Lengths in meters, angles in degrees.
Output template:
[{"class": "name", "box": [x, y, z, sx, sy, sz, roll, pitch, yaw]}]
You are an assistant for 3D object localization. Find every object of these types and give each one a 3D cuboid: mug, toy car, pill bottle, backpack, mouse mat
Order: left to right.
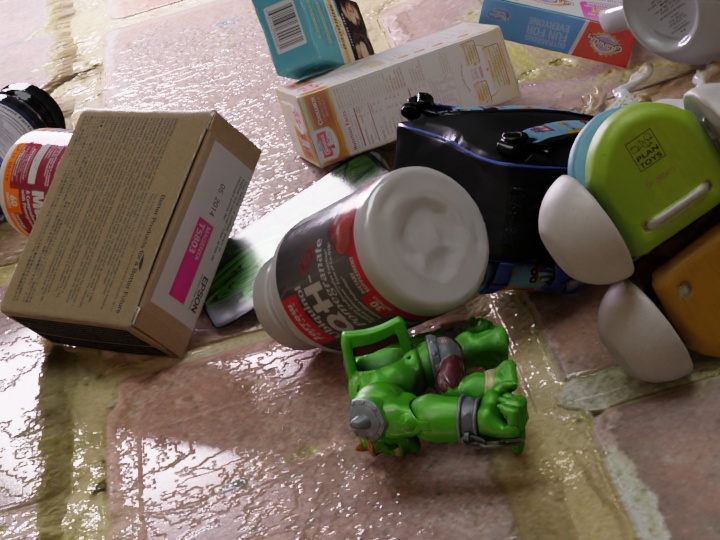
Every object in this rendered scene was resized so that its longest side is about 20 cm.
[{"class": "pill bottle", "box": [-0.378, -0.109, 2.124, 0.112, 0.112, 0.200, -5, 27, 25]}, {"class": "pill bottle", "box": [-0.234, -0.073, 1.959, 0.200, 0.110, 0.110, 8, 34, 43]}, {"class": "mouse mat", "box": [-0.055, -0.029, 1.817, 0.200, 0.008, 0.161, -34, 25, -3]}, {"class": "pill bottle", "box": [0.000, 0.000, 1.599, 0.111, 0.111, 0.200, -34, 5, -34]}, {"class": "backpack", "box": [0.143, -0.060, 1.662, 0.200, 0.135, 0.183, -2, 16, -30]}, {"class": "toy car", "box": [0.217, -0.035, 1.495, 0.175, 0.200, 0.150, -35, 22, -4]}, {"class": "mug", "box": [0.308, -0.256, 1.940, 0.175, 0.148, 0.200, -25, 8, -41]}]

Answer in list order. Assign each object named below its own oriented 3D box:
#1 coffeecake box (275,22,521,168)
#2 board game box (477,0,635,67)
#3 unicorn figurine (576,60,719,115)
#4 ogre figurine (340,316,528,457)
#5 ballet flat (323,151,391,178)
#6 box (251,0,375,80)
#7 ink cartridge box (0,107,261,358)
[{"class": "coffeecake box", "box": [0.032, -0.168, 1.995, 0.200, 0.073, 0.154, -20, 11, -6]}, {"class": "board game box", "box": [0.201, -0.274, 2.116, 0.153, 0.040, 0.200, 14, 29, 3]}, {"class": "unicorn figurine", "box": [0.275, -0.137, 1.834, 0.200, 0.074, 0.137, -21, 19, 33]}, {"class": "ogre figurine", "box": [0.048, 0.078, 1.481, 0.120, 0.098, 0.200, -5, 36, -1]}, {"class": "ballet flat", "box": [0.016, -0.061, 1.865, 0.067, 0.046, 0.200, -37, 22, -7]}, {"class": "box", "box": [-0.042, -0.231, 2.098, 0.049, 0.082, 0.200, -20, -5, 17]}, {"class": "ink cartridge box", "box": [-0.193, -0.034, 1.779, 0.165, 0.075, 0.200, 6, 68, 39]}]
